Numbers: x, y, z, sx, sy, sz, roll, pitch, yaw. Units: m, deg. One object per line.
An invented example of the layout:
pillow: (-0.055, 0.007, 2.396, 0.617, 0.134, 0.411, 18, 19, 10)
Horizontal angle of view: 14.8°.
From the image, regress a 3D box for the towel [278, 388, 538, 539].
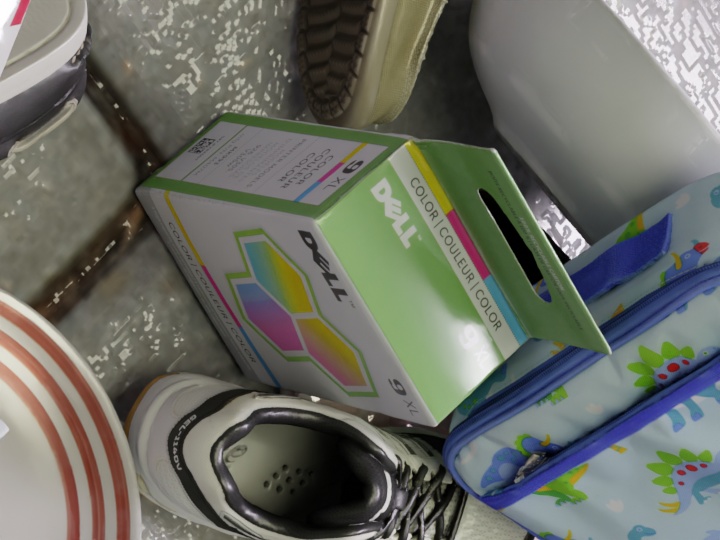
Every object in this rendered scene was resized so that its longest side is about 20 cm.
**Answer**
towel: (0.040, 0.139, 1.256, 0.199, 0.032, 0.193, 5, 93, -36)

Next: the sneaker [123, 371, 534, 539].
sneaker: (-0.001, 0.098, 1.154, 0.199, 0.087, 0.076, 15, 87, -29)

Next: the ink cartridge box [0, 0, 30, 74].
ink cartridge box: (-0.206, -0.121, 0.942, 0.084, 0.199, 0.146, 31, 79, -54)

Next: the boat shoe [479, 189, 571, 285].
boat shoe: (0.088, 0.038, 1.221, 0.200, 0.073, 0.075, 41, 54, -19)

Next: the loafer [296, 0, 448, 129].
loafer: (0.029, -0.151, 1.181, 0.068, 0.076, 0.202, 17, 86, -29)

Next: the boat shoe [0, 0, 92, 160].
boat shoe: (-0.191, -0.051, 1.052, 0.199, 0.074, 0.061, -32, 151, -20)

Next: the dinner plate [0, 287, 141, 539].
dinner plate: (-0.179, 0.094, 1.073, 0.199, 0.024, 0.202, 11, 68, -28)

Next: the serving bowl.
serving bowl: (0.109, -0.050, 1.191, 0.066, 0.200, 0.200, -40, 119, 3)

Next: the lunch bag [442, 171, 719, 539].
lunch bag: (0.139, 0.052, 1.126, 0.160, 0.200, 0.083, 35, 44, -23)

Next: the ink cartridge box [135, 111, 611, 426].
ink cartridge box: (0.000, 0.000, 1.105, 0.059, 0.199, 0.104, -41, 116, -22)

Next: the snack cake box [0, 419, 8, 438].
snack cake box: (-0.236, 0.091, 0.974, 0.115, 0.067, 0.200, 44, 93, -1)

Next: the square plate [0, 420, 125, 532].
square plate: (-0.169, 0.174, 1.118, 0.199, 0.028, 0.200, -9, 102, -33)
